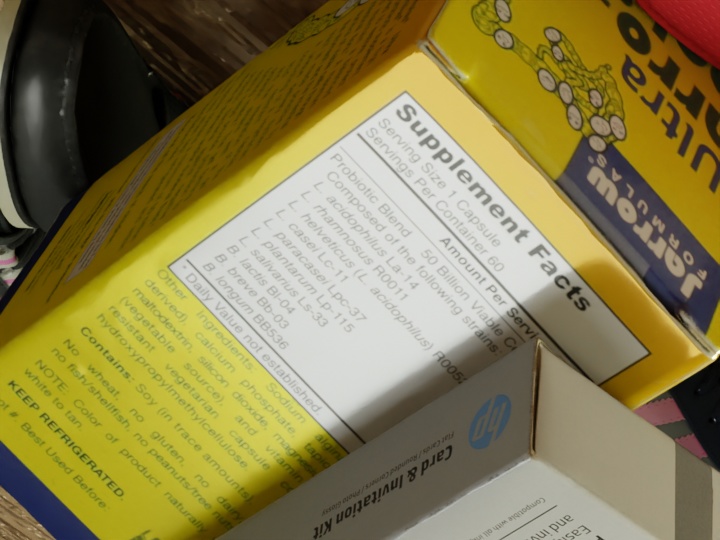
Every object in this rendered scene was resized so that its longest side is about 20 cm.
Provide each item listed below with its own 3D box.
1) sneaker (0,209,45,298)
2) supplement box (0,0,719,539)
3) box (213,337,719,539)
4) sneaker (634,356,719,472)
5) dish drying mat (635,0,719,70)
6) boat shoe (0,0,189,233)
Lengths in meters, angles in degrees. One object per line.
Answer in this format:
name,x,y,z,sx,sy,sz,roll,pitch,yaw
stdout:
sneaker,-0.136,-0.015,1.002,0.086,0.081,0.200,-16,140,38
supplement box,0.000,0.000,0.788,0.200,0.110,0.109,-34,107,36
box,0.061,0.113,0.775,0.200,0.041,0.156,34,132,-28
sneaker,0.092,0.022,0.889,0.200,0.070,0.082,37,153,-28
dish drying mat,0.137,-0.075,0.675,0.077,0.018,0.200,34,156,-26
boat shoe,-0.068,-0.027,0.927,0.063,0.074,0.202,12,155,16
